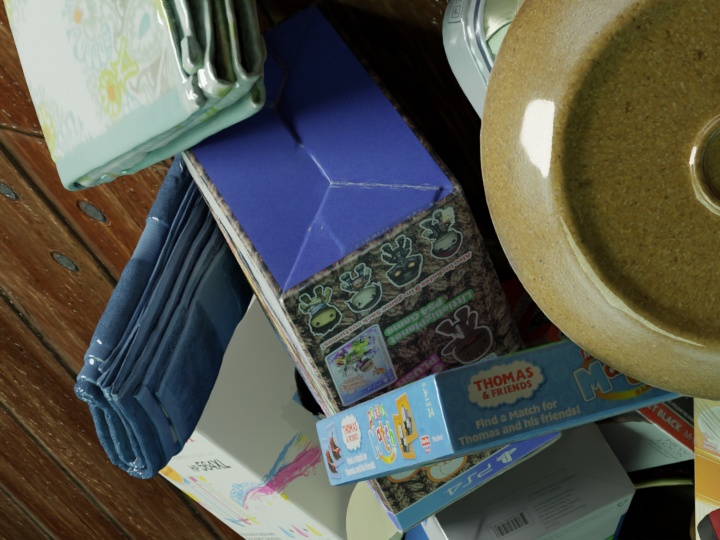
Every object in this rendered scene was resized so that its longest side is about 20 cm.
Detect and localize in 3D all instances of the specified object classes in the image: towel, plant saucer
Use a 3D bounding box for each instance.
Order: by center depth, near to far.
[{"bbox_3d":[0.143,-0.043,0.869,0.200,0.200,0.035,32,-165,-2],"label":"plant saucer"},{"bbox_3d":[-0.112,-0.135,1.070,0.200,0.048,0.172,-19,85,60],"label":"towel"},{"bbox_3d":[-0.086,0.006,1.253,0.048,0.200,0.112,14,154,15],"label":"towel"}]

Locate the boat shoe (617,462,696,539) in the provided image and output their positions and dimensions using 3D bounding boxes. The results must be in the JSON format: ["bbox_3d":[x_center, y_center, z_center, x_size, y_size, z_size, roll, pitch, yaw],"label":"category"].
[{"bbox_3d":[0.202,0.143,1.259,0.068,0.072,0.200,-1,-179,-43],"label":"boat shoe"}]

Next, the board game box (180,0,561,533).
[{"bbox_3d":[0.000,0.000,1.153,0.160,0.097,0.200,56,174,41],"label":"board game box"}]

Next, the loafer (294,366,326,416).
[{"bbox_3d":[-0.003,0.047,1.309,0.071,0.073,0.200,9,-163,-23],"label":"loafer"}]

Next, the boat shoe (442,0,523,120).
[{"bbox_3d":[0.108,-0.050,1.045,0.062,0.072,0.200,4,142,50],"label":"boat shoe"}]

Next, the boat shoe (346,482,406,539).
[{"bbox_3d":[0.050,0.120,1.338,0.063,0.074,0.201,2,155,-18],"label":"boat shoe"}]

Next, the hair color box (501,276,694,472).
[{"bbox_3d":[0.108,0.060,1.291,0.111,0.064,0.200,37,156,-12],"label":"hair color box"}]

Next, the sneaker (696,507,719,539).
[{"bbox_3d":[0.230,0.173,1.008,0.201,0.098,0.071,58,-172,3],"label":"sneaker"}]

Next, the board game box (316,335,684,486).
[{"bbox_3d":[0.076,0.053,1.010,0.200,0.151,0.037,146,109,-73],"label":"board game box"}]

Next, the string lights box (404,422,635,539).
[{"bbox_3d":[0.078,0.159,1.279,0.059,0.103,0.200,60,162,24],"label":"string lights box"}]

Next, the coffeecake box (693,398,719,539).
[{"bbox_3d":[0.230,0.058,1.042,0.153,0.073,0.200,19,137,28],"label":"coffeecake box"}]

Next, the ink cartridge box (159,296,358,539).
[{"bbox_3d":[-0.055,0.089,1.479,0.200,0.125,0.128,38,157,-19],"label":"ink cartridge box"}]
